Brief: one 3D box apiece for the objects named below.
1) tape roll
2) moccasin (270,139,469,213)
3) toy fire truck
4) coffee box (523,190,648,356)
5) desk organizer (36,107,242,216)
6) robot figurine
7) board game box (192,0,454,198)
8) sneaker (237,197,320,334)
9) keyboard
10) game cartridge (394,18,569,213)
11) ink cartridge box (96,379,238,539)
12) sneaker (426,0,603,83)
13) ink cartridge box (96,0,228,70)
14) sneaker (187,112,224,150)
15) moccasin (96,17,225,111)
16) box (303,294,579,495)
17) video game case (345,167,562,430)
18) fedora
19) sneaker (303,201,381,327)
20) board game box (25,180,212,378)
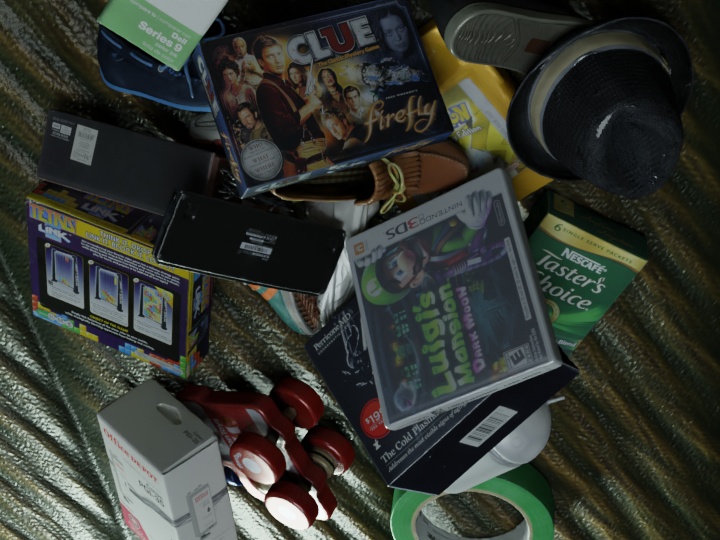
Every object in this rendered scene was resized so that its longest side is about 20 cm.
[{"bbox_3d":[0.138,0.300,1.564,0.199,0.048,0.201,5,128,6],"label":"tape roll"},{"bbox_3d":[0.008,-0.091,1.195,0.200,0.078,0.074,3,135,-22],"label":"moccasin"},{"bbox_3d":[-0.115,0.215,1.513,0.167,0.112,0.200,1,132,40],"label":"toy fire truck"},{"bbox_3d":[0.195,0.020,1.334,0.123,0.044,0.200,26,128,-11],"label":"coffee box"},{"bbox_3d":[-0.215,-0.102,1.267,0.199,0.077,0.072,17,99,24],"label":"desk organizer"},{"bbox_3d":[0.129,0.175,1.417,0.200,0.169,0.113,-32,74,35],"label":"robot figurine"},{"bbox_3d":[-0.032,-0.155,1.123,0.199,0.136,0.035,-18,173,-19],"label":"board game box"},{"bbox_3d":[-0.102,-0.012,1.348,0.080,0.072,0.201,-1,132,30],"label":"sneaker"},{"bbox_3d":[-0.102,-0.041,1.225,0.199,0.040,0.104,13,108,-38],"label":"keyboard"},{"bbox_3d":[0.080,-0.132,1.241,0.176,0.033,0.200,-31,119,28],"label":"game cartridge"},{"bbox_3d":[-0.228,0.251,1.518,0.146,0.083,0.201,33,142,38],"label":"ink cartridge box"},{"bbox_3d":[0.142,-0.229,1.136,0.199,0.107,0.075,9,133,-38],"label":"sneaker"},{"bbox_3d":[-0.124,-0.291,1.073,0.087,0.146,0.200,30,126,-15],"label":"ink cartridge box"},{"bbox_3d":[-0.084,-0.163,1.224,0.199,0.083,0.078,-14,169,33],"label":"sneaker"},{"bbox_3d":[-0.169,-0.193,1.175,0.199,0.081,0.068,9,128,25],"label":"moccasin"},{"bbox_3d":[0.076,0.087,1.262,0.200,0.182,0.104,-44,147,15],"label":"box"},{"bbox_3d":[0.081,0.027,1.197,0.181,0.201,0.023,-25,154,25],"label":"video game case"},{"bbox_3d":[0.228,-0.126,1.137,0.199,0.092,0.201,-13,142,-11],"label":"fedora"},{"bbox_3d":[0.000,0.000,1.327,0.099,0.078,0.201,-6,124,3],"label":"sneaker"},{"bbox_3d":[-0.255,0.006,1.356,0.199,0.057,0.166,21,129,14],"label":"board game box"}]
